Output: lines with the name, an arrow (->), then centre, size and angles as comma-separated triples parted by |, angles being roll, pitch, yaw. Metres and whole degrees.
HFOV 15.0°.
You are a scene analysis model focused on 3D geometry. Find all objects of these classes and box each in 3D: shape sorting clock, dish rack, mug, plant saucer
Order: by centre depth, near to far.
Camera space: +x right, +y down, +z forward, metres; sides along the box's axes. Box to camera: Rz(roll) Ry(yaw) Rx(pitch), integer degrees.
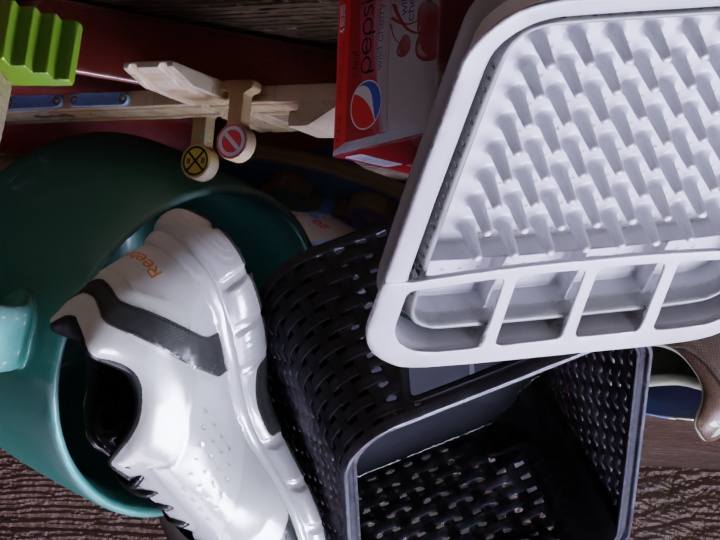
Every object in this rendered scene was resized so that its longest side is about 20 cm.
dish rack -> 0.093, -0.045, 0.989 | 0.171, 0.044, 0.200 | -5, 143, -19
mug -> -0.116, 0.008, 1.178 | 0.114, 0.152, 0.185 | 25, 162, 40
plant saucer -> -0.098, -0.077, 1.205 | 0.200, 0.037, 0.200 | 8, 171, -26
shape sorting clock -> 0.000, 0.000, 1.266 | 0.200, 0.039, 0.200 | 22, 162, 7

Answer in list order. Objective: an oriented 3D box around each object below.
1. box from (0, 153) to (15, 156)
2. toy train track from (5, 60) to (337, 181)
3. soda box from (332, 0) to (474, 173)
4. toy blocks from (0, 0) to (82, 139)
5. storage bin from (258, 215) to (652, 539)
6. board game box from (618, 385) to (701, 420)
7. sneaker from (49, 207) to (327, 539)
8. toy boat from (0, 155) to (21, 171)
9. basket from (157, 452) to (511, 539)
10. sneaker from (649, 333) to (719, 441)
box -> -0.133, -0.033, 1.486 | 0.200, 0.048, 0.158 | 6, 170, -12
toy train track -> -0.091, -0.056, 1.113 | 0.200, 0.033, 0.115 | 1, 171, 31
soda box -> 0.085, -0.064, 1.076 | 0.200, 0.070, 0.063 | 12, 165, -38
toy blocks -> -0.221, -0.097, 0.999 | 0.200, 0.100, 0.137 | 2, 160, 17
storage bin -> 0.039, 0.064, 1.163 | 0.135, 0.094, 0.200 | -21, 150, -12
board game box -> 0.149, 0.037, 1.377 | 0.158, 0.039, 0.200 | -13, -145, -32
sneaker -> -0.073, 0.074, 1.122 | 0.080, 0.200, 0.074 | -33, -148, -27
toy boat -> -0.148, 0.030, 1.345 | 0.130, 0.131, 0.200 | -9, 158, 44
basket -> -0.024, 0.127, 1.363 | 0.180, 0.136, 0.200 | -26, 135, 4
sneaker -> 0.109, 0.014, 1.289 | 0.200, 0.076, 0.070 | 24, 168, 39
